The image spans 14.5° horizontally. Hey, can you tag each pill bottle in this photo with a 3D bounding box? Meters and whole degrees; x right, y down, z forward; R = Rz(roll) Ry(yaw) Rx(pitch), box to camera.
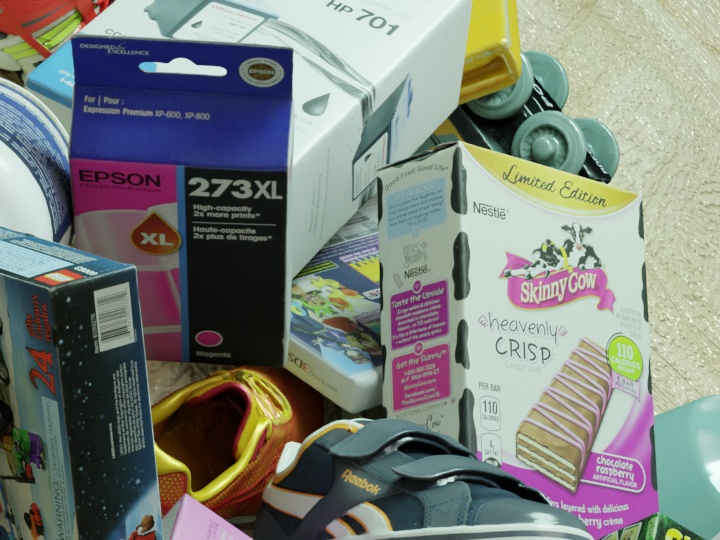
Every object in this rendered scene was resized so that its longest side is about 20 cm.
[{"bbox_3d":[-0.181,-0.018,1.189,0.111,0.111,0.200,40,9,-7],"label":"pill bottle"}]

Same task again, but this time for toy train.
[{"bbox_3d":[0.066,-0.088,1.668,0.200,0.114,0.085,54,20,15],"label":"toy train"}]

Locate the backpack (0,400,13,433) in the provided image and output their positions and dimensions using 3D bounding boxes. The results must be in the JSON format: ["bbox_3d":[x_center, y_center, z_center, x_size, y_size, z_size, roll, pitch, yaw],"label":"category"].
[{"bbox_3d":[-0.244,0.060,1.012,0.200,0.167,0.127,38,42,3],"label":"backpack"}]

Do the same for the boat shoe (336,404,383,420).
[{"bbox_3d":[0.027,0.078,1.417,0.202,0.065,0.074,-101,171,-54],"label":"boat shoe"}]

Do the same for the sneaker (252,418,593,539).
[{"bbox_3d":[0.022,0.102,1.240,0.078,0.200,0.079,17,72,-40],"label":"sneaker"}]

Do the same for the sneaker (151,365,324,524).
[{"bbox_3d":[-0.059,0.079,1.315,0.073,0.077,0.200,45,26,5],"label":"sneaker"}]

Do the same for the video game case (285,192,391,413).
[{"bbox_3d":[0.000,0.000,1.448,0.182,0.023,0.200,33,32,32],"label":"video game case"}]

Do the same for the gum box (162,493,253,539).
[{"bbox_3d":[-0.060,0.192,1.167,0.113,0.066,0.200,36,29,-14],"label":"gum box"}]

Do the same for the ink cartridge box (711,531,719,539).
[{"bbox_3d":[0.190,0.136,1.143,0.059,0.200,0.104,30,28,-24],"label":"ink cartridge box"}]

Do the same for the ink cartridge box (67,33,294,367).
[{"bbox_3d":[-0.077,-0.026,1.238,0.095,0.200,0.037,3,52,0],"label":"ink cartridge box"}]

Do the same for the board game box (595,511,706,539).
[{"bbox_3d":[0.107,0.169,1.287,0.105,0.200,0.023,33,52,-23],"label":"board game box"}]

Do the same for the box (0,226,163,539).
[{"bbox_3d":[-0.126,0.086,1.046,0.038,0.200,0.137,-16,19,-36],"label":"box"}]

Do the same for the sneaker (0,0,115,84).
[{"bbox_3d":[-0.153,-0.139,1.476,0.200,0.085,0.077,24,34,-33],"label":"sneaker"}]

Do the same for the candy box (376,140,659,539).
[{"bbox_3d":[0.077,0.051,1.357,0.136,0.061,0.200,13,68,-42],"label":"candy box"}]

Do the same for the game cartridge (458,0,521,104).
[{"bbox_3d":[0.005,-0.139,1.601,0.200,0.176,0.032,-87,154,-57],"label":"game cartridge"}]

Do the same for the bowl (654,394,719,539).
[{"bbox_3d":[0.211,0.147,1.549,0.201,0.105,0.201,32,31,-22],"label":"bowl"}]

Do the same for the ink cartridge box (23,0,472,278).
[{"bbox_3d":[-0.055,-0.090,1.424,0.146,0.086,0.200,25,47,19],"label":"ink cartridge box"}]
